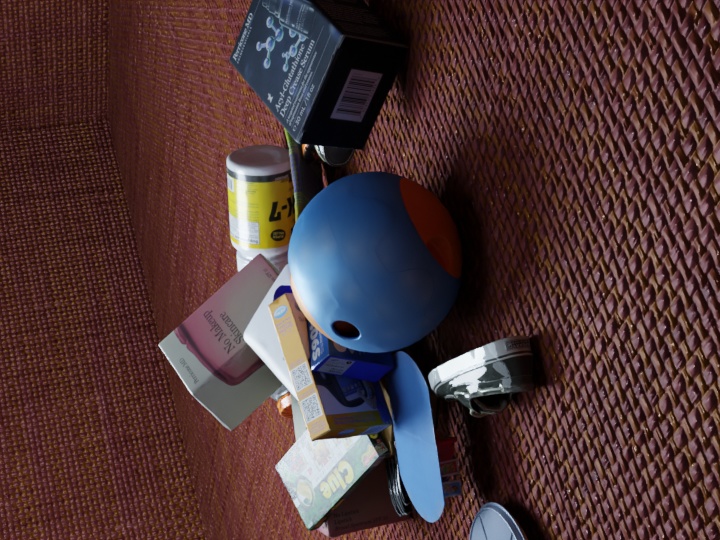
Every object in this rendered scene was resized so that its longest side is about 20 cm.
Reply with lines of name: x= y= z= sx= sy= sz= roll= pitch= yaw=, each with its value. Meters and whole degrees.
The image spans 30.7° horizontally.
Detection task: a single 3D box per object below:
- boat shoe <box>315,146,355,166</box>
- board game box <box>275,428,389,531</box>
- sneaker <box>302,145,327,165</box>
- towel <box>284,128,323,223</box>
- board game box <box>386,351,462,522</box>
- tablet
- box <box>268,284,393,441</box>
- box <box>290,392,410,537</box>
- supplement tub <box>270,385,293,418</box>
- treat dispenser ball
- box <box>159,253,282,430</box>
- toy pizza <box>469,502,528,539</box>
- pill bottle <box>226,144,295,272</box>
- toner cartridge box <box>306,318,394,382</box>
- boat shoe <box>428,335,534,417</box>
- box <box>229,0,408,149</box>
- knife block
boat shoe: x=-0.024 y=-0.217 z=1.724 sx=0.065 sy=0.072 sz=0.202 roll=-112 pitch=21 yaw=-50
board game box: x=-0.040 y=0.249 z=1.725 sx=0.105 sy=0.023 sz=0.200 roll=57 pitch=133 yaw=21
sneaker: x=-0.054 y=-0.230 z=1.820 sx=0.201 sy=0.074 sz=0.079 roll=112 pitch=149 yaw=-56
towel: x=-0.076 y=-0.096 z=1.899 sx=0.144 sy=0.022 sz=0.203 roll=45 pitch=-143 yaw=-68
board game box: x=0.080 y=0.192 z=1.545 sx=0.158 sy=0.038 sz=0.203 roll=-177 pitch=78 yaw=-74
tablet: x=-0.066 y=0.100 z=1.701 sx=0.200 sy=0.014 sz=0.131 roll=45 pitch=112 yaw=29
box: x=-0.039 y=0.104 z=1.598 sx=0.041 sy=0.118 sz=0.202 roll=-30 pitch=70 yaw=36
box: x=-0.015 y=0.253 z=1.828 sx=0.109 sy=0.126 sz=0.203 roll=-171 pitch=73 yaw=-71
supplement tub: x=-0.103 y=0.121 z=2.060 sx=0.123 sy=0.121 sz=0.202 roll=117 pitch=141 yaw=-62
treat dispenser ball: x=0.016 y=-0.009 z=1.475 sx=0.201 sy=0.198 sz=0.204 roll=171 pitch=90 yaw=-73
box: x=-0.163 y=0.100 z=1.856 sx=0.128 sy=0.200 sz=0.109 roll=45 pitch=176 yaw=44
toy pizza: x=0.170 y=0.355 z=1.443 sx=0.200 sy=0.031 sz=0.203 roll=172 pitch=90 yaw=-73
pill bottle: x=-0.160 y=-0.094 z=2.152 sx=0.114 sy=0.113 sz=0.202 roll=-130 pitch=35 yaw=-59
toner cartridge box: x=-0.020 y=0.031 z=1.595 sx=0.043 sy=0.094 sz=0.202 roll=-41 pitch=46 yaw=43
boat shoe: x=0.127 y=0.123 z=1.402 sx=0.200 sy=0.070 sz=0.064 roll=136 pitch=124 yaw=-68
box: x=-0.055 y=-0.268 z=1.619 sx=0.200 sy=0.106 sz=0.149 roll=51 pitch=126 yaw=40
knife block: x=0.050 y=0.208 z=1.702 sx=0.200 sy=0.063 sz=0.177 roll=-124 pitch=31 yaw=-53
